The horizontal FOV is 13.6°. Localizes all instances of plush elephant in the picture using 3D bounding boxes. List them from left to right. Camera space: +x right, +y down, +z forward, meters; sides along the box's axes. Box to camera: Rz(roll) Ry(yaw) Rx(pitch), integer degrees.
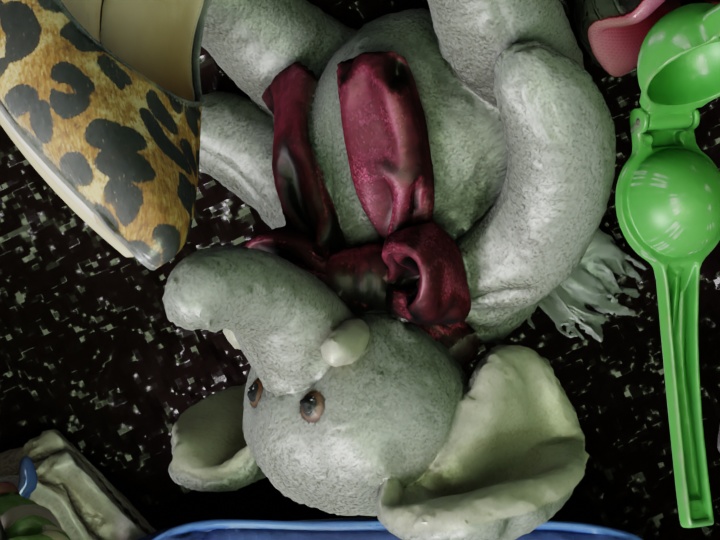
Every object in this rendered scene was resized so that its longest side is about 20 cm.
[{"bbox_3d":[0.000,0.000,0.895,0.164,0.155,0.200,-3,138,42],"label":"plush elephant"}]

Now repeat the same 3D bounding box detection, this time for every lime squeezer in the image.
[{"bbox_3d":[0.103,-0.028,0.851,0.038,0.071,0.201,-15,128,-40],"label":"lime squeezer"}]

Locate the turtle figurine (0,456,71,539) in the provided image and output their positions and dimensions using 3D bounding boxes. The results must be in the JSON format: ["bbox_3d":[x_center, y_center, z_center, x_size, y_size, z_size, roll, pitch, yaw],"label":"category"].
[{"bbox_3d":[-0.160,0.101,0.865,0.143,0.201,0.194,-14,136,43],"label":"turtle figurine"}]

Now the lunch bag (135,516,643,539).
[{"bbox_3d":[0.012,0.145,0.932,0.199,0.132,0.137,-1,84,-9],"label":"lunch bag"}]

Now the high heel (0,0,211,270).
[{"bbox_3d":[-0.048,-0.102,0.844,0.142,0.200,0.071,-40,135,15],"label":"high heel"}]

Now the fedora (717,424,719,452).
[{"bbox_3d":[0.195,0.021,0.891,0.177,0.200,0.090,-36,75,-14],"label":"fedora"}]

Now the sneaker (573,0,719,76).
[{"bbox_3d":[0.152,-0.076,0.907,0.199,0.096,0.079,10,140,-4],"label":"sneaker"}]

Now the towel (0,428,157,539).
[{"bbox_3d":[-0.135,0.156,1.023,0.200,0.035,0.133,-40,108,12],"label":"towel"}]
